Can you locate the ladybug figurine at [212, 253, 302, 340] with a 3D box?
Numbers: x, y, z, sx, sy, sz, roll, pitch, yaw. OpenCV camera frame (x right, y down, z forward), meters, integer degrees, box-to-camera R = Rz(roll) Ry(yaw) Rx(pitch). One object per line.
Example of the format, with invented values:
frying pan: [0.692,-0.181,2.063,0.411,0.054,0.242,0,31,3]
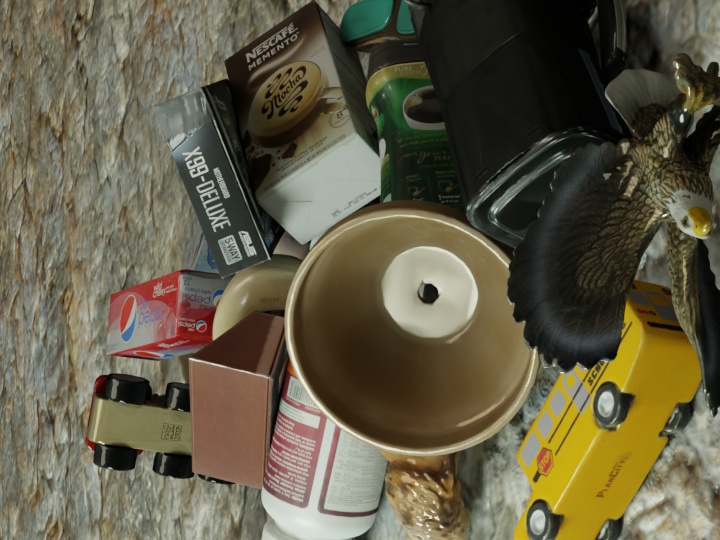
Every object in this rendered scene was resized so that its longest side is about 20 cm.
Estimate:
ladybug figurine: [-0.072,0.061,1.406,0.072,0.134,0.202,-93,-2,-50]

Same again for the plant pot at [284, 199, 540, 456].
plant pot: [0.047,0.033,1.139,0.093,0.199,0.202,-59,-6,-64]

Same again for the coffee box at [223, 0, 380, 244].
coffee box: [-0.048,-0.140,1.358,0.112,0.080,0.201,-32,44,15]

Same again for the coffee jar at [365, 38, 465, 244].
coffee jar: [0.060,-0.101,1.243,0.086,0.103,0.202,97,169,-66]

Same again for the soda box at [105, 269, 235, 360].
soda box: [-0.197,0.049,1.503,0.199,0.063,0.071,-17,68,59]

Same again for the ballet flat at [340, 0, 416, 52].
ballet flat: [0.055,-0.229,1.329,0.199,0.067,0.069,9,83,61]

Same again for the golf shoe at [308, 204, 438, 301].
golf shoe: [0.000,0.000,1.341,0.200,0.094,0.078,46,119,54]

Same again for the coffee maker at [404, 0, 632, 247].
coffee maker: [0.106,-0.126,1.064,0.135,0.190,0.202,118,148,-45]

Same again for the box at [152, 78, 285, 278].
box: [-0.124,-0.089,1.337,0.200,0.049,0.159,-79,-31,-81]

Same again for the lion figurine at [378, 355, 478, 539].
lion figurine: [0.070,0.123,1.204,0.122,0.072,0.202,37,111,48]

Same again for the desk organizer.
desk organizer: [-0.111,0.118,1.350,0.201,0.076,0.072,97,-173,-52]

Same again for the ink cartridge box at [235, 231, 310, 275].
ink cartridge box: [-0.074,0.018,1.500,0.201,0.067,0.117,-61,34,35]

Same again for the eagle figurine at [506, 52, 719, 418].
eagle figurine: [0.190,-0.029,0.917,0.151,0.151,0.202,27,109,22]

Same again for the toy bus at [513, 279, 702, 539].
toy bus: [0.168,0.111,1.029,0.201,0.064,0.079,-66,32,27]

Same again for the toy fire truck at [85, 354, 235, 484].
toy fire truck: [-0.212,0.145,1.628,0.200,0.174,0.130,-160,79,-76]

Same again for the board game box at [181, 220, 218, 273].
board game box: [-0.160,-0.040,1.634,0.201,0.043,0.201,-95,25,-65]

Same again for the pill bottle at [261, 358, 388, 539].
pill bottle: [-0.030,0.173,1.331,0.109,0.108,0.203,25,104,60]
